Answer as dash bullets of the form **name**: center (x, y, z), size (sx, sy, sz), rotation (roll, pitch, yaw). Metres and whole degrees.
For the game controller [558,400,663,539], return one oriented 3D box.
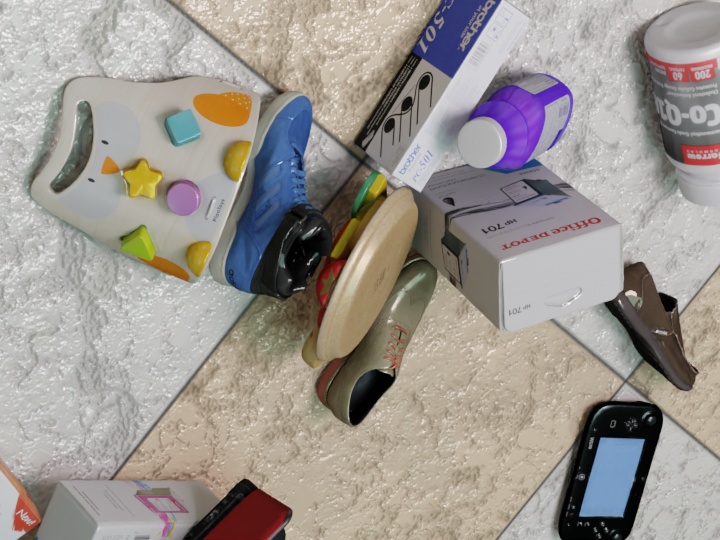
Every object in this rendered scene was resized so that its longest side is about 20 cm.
- **game controller**: center (0.306, 0.251, 1.922), size (0.103, 0.042, 0.202), rotation (0, 113, -28)

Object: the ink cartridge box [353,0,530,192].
- **ink cartridge box**: center (0.079, -0.187, 1.551), size (0.044, 0.094, 0.201), rotation (27, 99, -34)

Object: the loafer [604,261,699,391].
- **loafer**: center (0.354, 0.066, 1.834), size (0.071, 0.073, 0.200), rotation (-41, 126, -2)

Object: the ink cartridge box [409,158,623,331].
- **ink cartridge box**: center (0.157, -0.035, 1.602), size (0.145, 0.200, 0.087), rotation (-16, 121, -20)

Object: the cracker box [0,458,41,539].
- **cracker box**: center (-0.431, 0.248, 1.523), size (0.199, 0.058, 0.135), rotation (-36, 125, -8)

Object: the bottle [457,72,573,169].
- **bottle**: center (0.153, -0.145, 1.565), size (0.200, 0.065, 0.084), rotation (-32, 148, -60)

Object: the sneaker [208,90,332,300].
- **sneaker**: center (-0.062, -0.069, 1.496), size (0.077, 0.110, 0.202), rotation (37, 73, -57)

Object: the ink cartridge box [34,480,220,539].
- **ink cartridge box**: center (-0.238, 0.298, 1.605), size (0.199, 0.084, 0.146), rotation (10, 111, -47)

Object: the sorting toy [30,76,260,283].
- **sorting toy**: center (-0.208, -0.093, 1.462), size (0.178, 0.107, 0.202), rotation (19, 105, -13)

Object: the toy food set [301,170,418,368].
- **toy food set**: center (0.000, 0.000, 1.568), size (0.199, 0.048, 0.200), rotation (-59, 167, -18)

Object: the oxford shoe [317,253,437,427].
- **oxford shoe**: center (0.032, 0.079, 1.671), size (0.070, 0.075, 0.202), rotation (23, 102, -33)

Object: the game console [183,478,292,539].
- **game console**: center (-0.142, 0.321, 1.559), size (0.200, 0.118, 0.173), rotation (-43, 140, -14)

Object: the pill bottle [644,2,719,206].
- **pill bottle**: center (0.380, -0.178, 1.701), size (0.113, 0.114, 0.202), rotation (-27, 123, -13)
